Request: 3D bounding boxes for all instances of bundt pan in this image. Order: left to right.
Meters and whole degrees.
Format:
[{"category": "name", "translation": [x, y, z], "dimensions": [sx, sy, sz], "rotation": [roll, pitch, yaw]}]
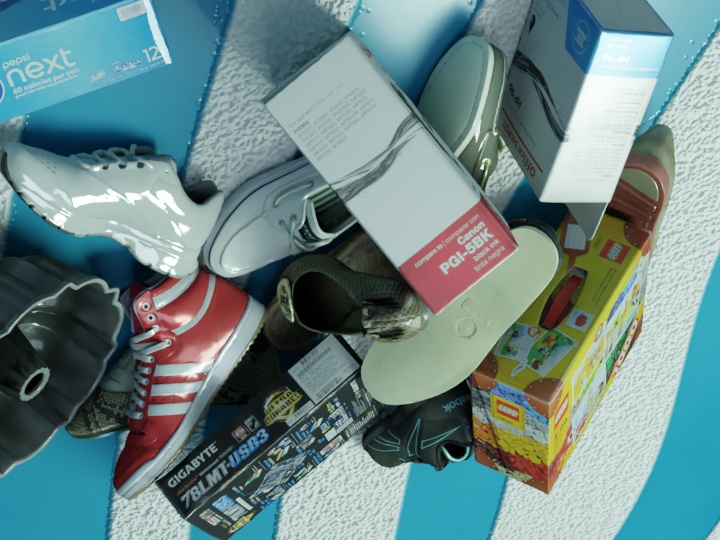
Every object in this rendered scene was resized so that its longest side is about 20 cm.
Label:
[{"category": "bundt pan", "translation": [-0.285, 0.070, 1.222], "dimensions": [0.202, 0.076, 0.202], "rotation": [-46, 159, -24]}]

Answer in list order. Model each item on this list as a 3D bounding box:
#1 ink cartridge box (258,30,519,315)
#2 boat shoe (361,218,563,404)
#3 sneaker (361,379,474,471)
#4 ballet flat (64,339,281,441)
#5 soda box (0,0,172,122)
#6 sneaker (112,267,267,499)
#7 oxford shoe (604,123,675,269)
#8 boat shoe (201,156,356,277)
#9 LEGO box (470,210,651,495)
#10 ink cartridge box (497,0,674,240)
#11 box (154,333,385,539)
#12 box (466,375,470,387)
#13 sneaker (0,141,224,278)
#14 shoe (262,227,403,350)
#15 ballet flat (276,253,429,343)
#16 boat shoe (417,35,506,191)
[{"category": "ink cartridge box", "translation": [0.023, -0.079, 1.151], "dimensions": [0.083, 0.147, 0.200], "rotation": [-39, 98, 7]}, {"category": "boat shoe", "translation": [0.084, 0.036, 1.242], "dimensions": [0.201, 0.063, 0.074], "rotation": [-43, 90, 18]}, {"category": "sneaker", "translation": [0.058, 0.157, 1.435], "dimensions": [0.075, 0.079, 0.200], "rotation": [-25, 165, -24]}, {"category": "ballet flat", "translation": [-0.166, 0.094, 1.354], "dimensions": [0.200, 0.068, 0.075], "rotation": [-10, 111, -20]}, {"category": "soda box", "translation": [-0.242, -0.157, 1.093], "dimensions": [0.200, 0.068, 0.064], "rotation": [-19, 133, -4]}, {"category": "sneaker", "translation": [-0.176, 0.084, 1.282], "dimensions": [0.112, 0.071, 0.200], "rotation": [36, 78, -18]}, {"category": "oxford shoe", "translation": [0.245, -0.049, 1.375], "dimensions": [0.070, 0.075, 0.200], "rotation": [29, 146, 8]}, {"category": "boat shoe", "translation": [-0.047, -0.051, 1.261], "dimensions": [0.200, 0.067, 0.074], "rotation": [-38, 132, 13]}, {"category": "LEGO box", "translation": [0.175, 0.068, 1.333], "dimensions": [0.200, 0.077, 0.149], "rotation": [-55, 155, -30]}, {"category": "ink cartridge box", "translation": [0.170, -0.134, 1.238], "dimensions": [0.068, 0.116, 0.200], "rotation": [0, 128, -20]}, {"category": "box", "translation": [-0.073, 0.152, 1.349], "dimensions": [0.198, 0.050, 0.200], "rotation": [-38, 164, -5]}, {"category": "box", "translation": [0.116, 0.066, 1.424], "dimensions": [0.064, 0.070, 0.200], "rotation": [-20, 133, -1]}, {"category": "sneaker", "translation": [-0.195, -0.066, 1.202], "dimensions": [0.200, 0.075, 0.087], "rotation": [22, 107, -42]}, {"category": "shoe", "translation": [0.000, 0.000, 1.342], "dimensions": [0.200, 0.053, 0.070], "rotation": [-30, 100, 1]}, {"category": "ballet flat", "translation": [-0.019, 0.027, 1.221], "dimensions": [0.046, 0.200, 0.068], "rotation": [-23, 108, -29]}, {"category": "boat shoe", "translation": [0.080, -0.096, 1.263], "dimensions": [0.060, 0.072, 0.202], "rotation": [3, 116, -35]}]
